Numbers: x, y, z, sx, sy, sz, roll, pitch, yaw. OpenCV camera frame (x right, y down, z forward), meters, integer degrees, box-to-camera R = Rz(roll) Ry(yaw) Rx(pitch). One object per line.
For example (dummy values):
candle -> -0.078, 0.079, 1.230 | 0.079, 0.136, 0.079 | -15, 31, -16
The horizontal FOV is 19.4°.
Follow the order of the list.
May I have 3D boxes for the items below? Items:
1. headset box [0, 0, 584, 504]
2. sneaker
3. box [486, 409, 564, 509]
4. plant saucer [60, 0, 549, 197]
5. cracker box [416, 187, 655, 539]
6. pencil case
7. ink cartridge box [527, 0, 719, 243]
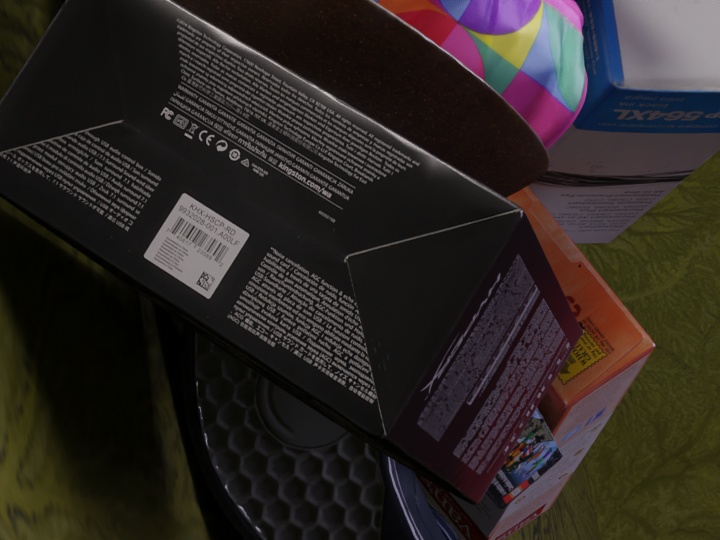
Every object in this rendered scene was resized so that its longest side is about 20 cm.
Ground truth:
headset box -> -0.016, -0.002, 0.661 | 0.148, 0.075, 0.200 | 32, -4, 17
sneaker -> -0.012, 0.085, 0.830 | 0.146, 0.077, 0.203 | -116, -177, -87
box -> 0.000, 0.000, 0.865 | 0.200, 0.038, 0.137 | 50, -2, 21
plant saucer -> -0.030, -0.070, 0.721 | 0.035, 0.199, 0.200 | -60, 164, -5
cracker box -> 0.053, 0.039, 0.990 | 0.134, 0.058, 0.200 | 52, -23, 17
pencil case -> 0.000, -0.113, 0.772 | 0.200, 0.088, 0.089 | 33, 35, -37
ink cartridge box -> 0.103, -0.110, 0.949 | 0.200, 0.084, 0.147 | 131, -46, -65
